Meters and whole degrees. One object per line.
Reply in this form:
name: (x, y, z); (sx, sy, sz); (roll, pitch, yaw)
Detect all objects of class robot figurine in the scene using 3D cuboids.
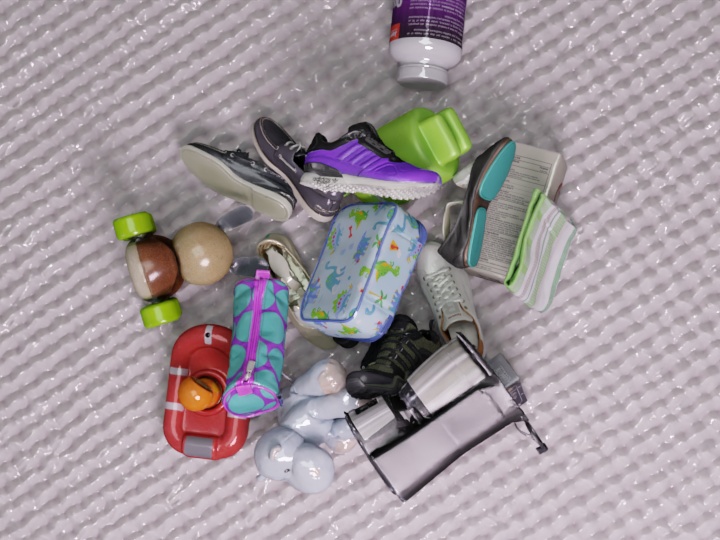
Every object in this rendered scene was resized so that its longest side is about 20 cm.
robot figurine: (0.063, -0.162, 1.707); (0.200, 0.175, 0.116); (-27, 96, 33)

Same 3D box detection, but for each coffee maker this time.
coffee maker: (0.108, 0.211, 1.519); (0.200, 0.135, 0.192); (-37, 70, 0)

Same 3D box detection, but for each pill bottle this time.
pill bottle: (0.102, -0.379, 1.754); (0.112, 0.112, 0.201); (6, 84, 5)

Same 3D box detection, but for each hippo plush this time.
hippo plush: (-0.080, 0.223, 1.657); (0.200, 0.159, 0.161); (29, 45, 3)

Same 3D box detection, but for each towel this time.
towel: (0.261, -0.023, 1.664); (0.031, 0.200, 0.150); (15, 85, 23)

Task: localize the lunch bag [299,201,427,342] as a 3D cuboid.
lunch bag: (0.000, 0.000, 1.679); (0.082, 0.161, 0.200); (32, 70, -33)

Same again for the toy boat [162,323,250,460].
toy boat: (-0.230, 0.178, 1.709); (0.130, 0.131, 0.201); (5, 85, 9)

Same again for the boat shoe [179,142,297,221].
boat shoe: (-0.179, -0.150, 1.777); (0.199, 0.075, 0.066); (26, 57, 13)

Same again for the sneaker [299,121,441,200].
sneaker: (0.016, -0.156, 1.606); (0.200, 0.070, 0.100); (7, 85, 14)

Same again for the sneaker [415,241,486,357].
sneaker: (0.137, 0.045, 1.724); (0.073, 0.085, 0.200); (-25, 82, 3)

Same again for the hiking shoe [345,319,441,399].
hiking shoe: (0.044, 0.123, 1.641); (0.076, 0.200, 0.101); (-15, 85, 40)

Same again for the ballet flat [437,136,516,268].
ballet flat: (0.158, -0.103, 1.667); (0.068, 0.068, 0.200); (19, 86, 28)

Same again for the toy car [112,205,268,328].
toy car: (-0.245, -0.022, 1.729); (0.199, 0.158, 0.165); (-17, 93, -6)

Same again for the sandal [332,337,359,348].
sandal: (0.022, 0.028, 1.748); (0.048, 0.075, 0.201); (31, 83, -33)

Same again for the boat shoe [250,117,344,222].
boat shoe: (-0.090, -0.166, 1.749); (0.200, 0.073, 0.063); (53, 130, 18)

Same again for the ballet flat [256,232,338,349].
ballet flat: (-0.095, 0.032, 1.750); (0.069, 0.069, 0.200); (-33, 83, 0)

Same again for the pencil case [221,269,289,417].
pencil case: (-0.147, 0.106, 1.657); (0.085, 0.093, 0.200); (0, 55, 1)

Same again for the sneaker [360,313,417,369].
sneaker: (0.042, 0.159, 1.740); (0.083, 0.072, 0.201); (-1, 84, 32)

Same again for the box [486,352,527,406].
box: (0.141, 0.209, 1.667); (0.200, 0.158, 0.048); (-35, 68, 1)

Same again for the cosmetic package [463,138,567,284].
cosmetic package: (0.227, -0.081, 1.721); (0.103, 0.087, 0.200); (18, 87, 19)
